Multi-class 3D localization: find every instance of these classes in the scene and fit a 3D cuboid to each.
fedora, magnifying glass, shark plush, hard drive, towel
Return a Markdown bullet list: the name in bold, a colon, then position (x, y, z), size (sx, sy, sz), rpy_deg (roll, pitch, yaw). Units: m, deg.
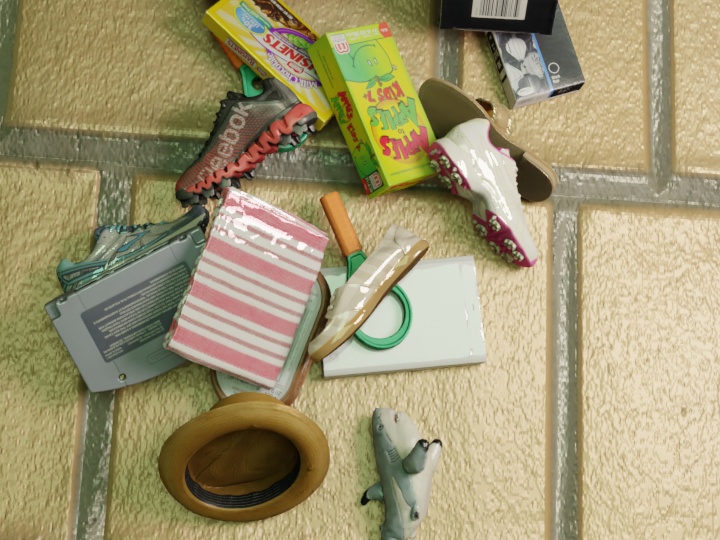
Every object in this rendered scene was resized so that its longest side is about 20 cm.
- **fedora**: position (-0.133, 0.200, 1.504), size (0.199, 0.202, 0.082), rpy_deg (1, 38, -6)
- **magnifying glass**: position (0.000, 0.000, 1.587), size (0.079, 0.022, 0.201), rpy_deg (-22, 82, -10)
- **shark plush**: position (0.040, 0.267, 1.554), size (0.083, 0.091, 0.202), rpy_deg (8, 97, 16)
- **hard drive**: position (0.047, 0.056, 1.602), size (0.198, 0.026, 0.133), rpy_deg (-5, 78, -7)
- **towel**: position (-0.129, 0.022, 1.510), size (0.146, 0.030, 0.201), rpy_deg (25, 80, -27)
- **magnifying glass**: position (-0.131, -0.238, 1.644), size (0.079, 0.022, 0.201), rpy_deg (-31, 82, -12)

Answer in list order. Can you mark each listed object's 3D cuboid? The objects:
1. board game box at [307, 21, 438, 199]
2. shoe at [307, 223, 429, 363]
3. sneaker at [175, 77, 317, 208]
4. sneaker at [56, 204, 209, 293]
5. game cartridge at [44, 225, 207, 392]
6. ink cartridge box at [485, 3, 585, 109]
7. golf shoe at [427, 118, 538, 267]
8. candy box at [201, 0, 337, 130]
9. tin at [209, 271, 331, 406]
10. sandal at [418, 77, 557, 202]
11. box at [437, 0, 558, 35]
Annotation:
- **board game box**: position (0.022, -0.198, 1.617), size (0.101, 0.048, 0.201), rpy_deg (-18, 83, -38)
- **shoe**: position (0.000, 0.026, 1.538), size (0.053, 0.070, 0.200), rpy_deg (41, 69, 3)
- **sneaker**: position (-0.152, -0.158, 1.588), size (0.200, 0.071, 0.098), rpy_deg (-36, 87, 9)
- **sneaker**: position (-0.271, -0.029, 1.563), size (0.199, 0.078, 0.087), rpy_deg (-35, 80, -12)
- **game cartridge**: position (-0.244, 0.052, 1.517), size (0.199, 0.042, 0.134), rpy_deg (-27, 108, -5)
- **ink cartridge box**: position (0.210, -0.315, 1.696), size (0.099, 0.039, 0.201), rpy_deg (-17, 79, -8)
- **golf shoe**: position (0.169, -0.095, 1.604), size (0.091, 0.075, 0.200), rpy_deg (-43, 109, -18)
- **candy box**: position (-0.093, -0.271, 1.636), size (0.200, 0.026, 0.102), rpy_deg (43, 55, 0)
- **tin**: position (-0.105, 0.078, 1.562), size (0.111, 0.042, 0.201), rpy_deg (20, 81, 5)
- **sandal**: position (0.165, -0.175, 1.657), size (0.211, 0.078, 0.070), rpy_deg (40, 44, -4)
- **box**: position (0.174, -0.406, 1.646), size (0.147, 0.105, 0.201), rpy_deg (4, 60, 3)
